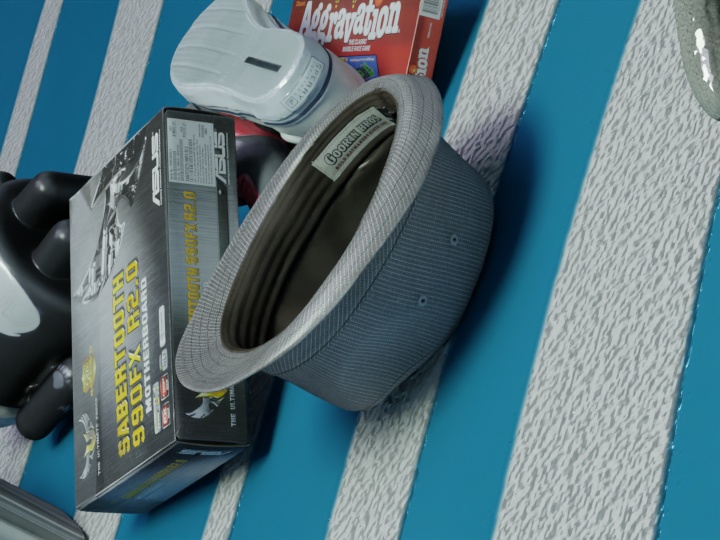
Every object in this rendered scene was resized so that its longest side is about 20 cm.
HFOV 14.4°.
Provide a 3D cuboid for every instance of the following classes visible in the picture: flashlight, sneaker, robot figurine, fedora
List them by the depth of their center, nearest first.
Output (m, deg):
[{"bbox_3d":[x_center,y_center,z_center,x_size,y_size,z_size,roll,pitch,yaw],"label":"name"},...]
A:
[{"bbox_3d":[0.000,0.000,1.466,0.177,0.090,0.201,-8,51,62],"label":"fedora"},{"bbox_3d":[-0.057,-0.038,1.665,0.068,0.068,0.200,-22,33,-6],"label":"flashlight"},{"bbox_3d":[-0.054,-0.108,1.665,0.073,0.071,0.200,-52,26,0],"label":"sneaker"},{"bbox_3d":[-0.228,0.019,1.918,0.200,0.124,0.151,-48,15,32],"label":"robot figurine"}]

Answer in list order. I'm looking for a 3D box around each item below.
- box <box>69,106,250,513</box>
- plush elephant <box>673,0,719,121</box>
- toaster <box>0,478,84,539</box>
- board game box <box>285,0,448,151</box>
[{"bbox_3d":[-0.120,0.026,1.661,0.158,0.048,0.201,-34,54,58],"label":"box"},{"bbox_3d":[0.159,-0.150,1.169,0.165,0.154,0.201,-43,37,38],"label":"plush elephant"},{"bbox_3d":[-0.277,0.199,1.816,0.201,0.118,0.181,-65,22,-5],"label":"toaster"},{"bbox_3d":[-0.004,-0.120,1.682,0.200,0.019,0.104,7,84,67],"label":"board game box"}]
